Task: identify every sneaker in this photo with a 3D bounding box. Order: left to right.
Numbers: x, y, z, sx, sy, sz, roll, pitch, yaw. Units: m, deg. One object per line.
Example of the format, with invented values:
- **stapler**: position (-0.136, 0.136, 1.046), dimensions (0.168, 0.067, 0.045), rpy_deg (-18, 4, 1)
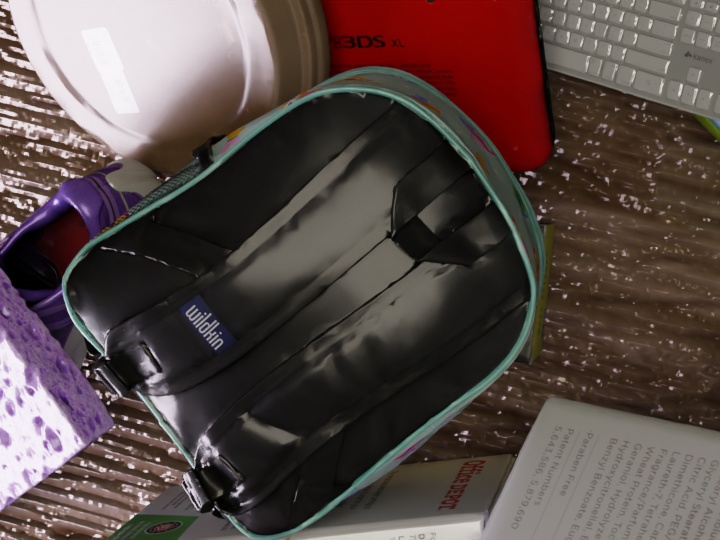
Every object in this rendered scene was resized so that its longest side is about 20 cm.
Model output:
- **sneaker**: position (-0.183, 0.014, 0.986), dimensions (0.081, 0.083, 0.200), rpy_deg (50, 118, 19)

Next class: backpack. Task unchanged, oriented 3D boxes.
- **backpack**: position (-0.011, 0.004, 0.880), dimensions (0.199, 0.153, 0.176), rpy_deg (-38, 89, 21)

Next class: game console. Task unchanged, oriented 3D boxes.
- **game console**: position (0.010, -0.153, 0.975), dimensions (0.198, 0.119, 0.174), rpy_deg (2, 124, 22)

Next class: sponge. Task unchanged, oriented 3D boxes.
- **sponge**: position (-0.220, 0.081, 0.984), dimensions (0.112, 0.030, 0.200), rpy_deg (52, 131, -1)

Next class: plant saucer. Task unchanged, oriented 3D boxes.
- **plant saucer**: position (-0.107, -0.128, 0.950), dimensions (0.198, 0.029, 0.202), rpy_deg (19, 132, 22)

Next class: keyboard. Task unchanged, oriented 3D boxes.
- **keyboard**: position (0.129, -0.120, 0.927), dimensions (0.199, 0.011, 0.057), rpy_deg (23, 100, 36)

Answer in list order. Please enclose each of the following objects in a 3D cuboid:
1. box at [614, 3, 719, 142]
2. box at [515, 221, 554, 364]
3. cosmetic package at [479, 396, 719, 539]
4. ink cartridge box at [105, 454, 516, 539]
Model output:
- **box**: position (0.239, -0.094, 0.934), dimensions (0.200, 0.048, 0.122), rpy_deg (46, 101, 6)
- **box**: position (0.000, 0.000, 0.982), dimensions (0.198, 0.050, 0.076), rpy_deg (6, 93, 10)
- **cosmetic package**: position (0.161, 0.181, 0.818), dimensions (0.199, 0.165, 0.166), rpy_deg (10, 60, 37)
- **ink cartridge box**: position (-0.018, 0.155, 0.943), dimensions (0.198, 0.145, 0.085), rpy_deg (-7, 95, 11)
